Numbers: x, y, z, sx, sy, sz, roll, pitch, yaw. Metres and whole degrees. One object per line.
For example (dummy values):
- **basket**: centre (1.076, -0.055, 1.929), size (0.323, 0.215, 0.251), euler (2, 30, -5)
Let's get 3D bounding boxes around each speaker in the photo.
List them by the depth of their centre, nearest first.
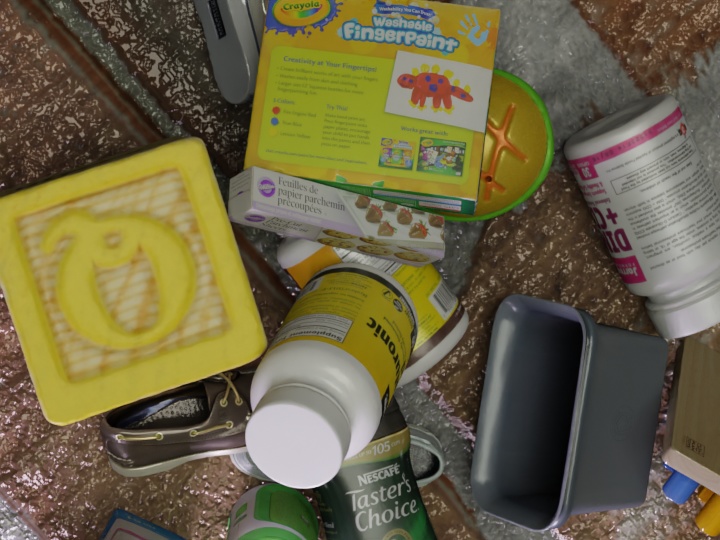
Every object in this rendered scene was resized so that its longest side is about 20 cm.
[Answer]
- **speaker**: centre (-0.077, 0.243, 1.652), size (0.087, 0.200, 0.089), euler (0, 96, -2)

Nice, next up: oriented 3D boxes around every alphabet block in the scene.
- **alphabet block**: centre (-0.204, 0.002, 1.615), size (0.195, 0.200, 0.197), euler (-20, 98, -7)

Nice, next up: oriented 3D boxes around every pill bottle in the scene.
- **pill bottle**: centre (-0.027, 0.088, 1.562), size (0.110, 0.200, 0.112), euler (8, 122, 14)
- **pill bottle**: centre (0.000, 0.000, 1.694), size (0.109, 0.109, 0.201), euler (-38, 99, -4)
- **pill bottle**: centre (0.275, -0.048, 1.733), size (0.113, 0.113, 0.201), euler (-27, 98, -6)

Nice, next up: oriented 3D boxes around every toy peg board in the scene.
- **toy peg board**: centre (0.352, 0.191, 1.739), size (0.198, 0.200, 0.098), euler (29, 120, -2)

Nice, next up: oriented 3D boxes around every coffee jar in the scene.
- **coffee jar**: centre (0.010, 0.208, 1.649), size (0.103, 0.085, 0.202), euler (-18, 92, -13)

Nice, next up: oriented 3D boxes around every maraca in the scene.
- **maraca**: centre (0.077, -0.108, 1.704), size (0.198, 0.107, 0.139), euler (-13, 93, 18)

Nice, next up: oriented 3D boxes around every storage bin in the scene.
- **storage bin**: centre (0.193, 0.130, 1.735), size (0.133, 0.145, 0.202), euler (7, 94, -37)

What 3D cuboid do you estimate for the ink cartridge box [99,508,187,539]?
- **ink cartridge box**: centre (-0.206, 0.303, 1.640), size (0.084, 0.200, 0.146), euler (27, 90, -11)

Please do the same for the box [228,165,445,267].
- **box**: centre (-0.018, -0.043, 1.600), size (0.199, 0.041, 0.039), euler (14, 67, -33)

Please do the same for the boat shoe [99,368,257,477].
- **boat shoe**: centre (-0.135, 0.124, 1.696), size (0.198, 0.072, 0.060), euler (-16, 139, -5)

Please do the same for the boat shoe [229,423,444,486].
- **boat shoe**: centre (-0.019, 0.164, 1.724), size (0.199, 0.071, 0.071), euler (4, 94, -9)

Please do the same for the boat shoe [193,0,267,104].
- **boat shoe**: centre (-0.103, -0.249, 1.683), size (0.069, 0.071, 0.202), euler (-11, 86, -39)

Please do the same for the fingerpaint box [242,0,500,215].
- **fingerpaint box**: centre (0.011, -0.146, 1.615), size (0.198, 0.073, 0.169), euler (7, 81, 3)
